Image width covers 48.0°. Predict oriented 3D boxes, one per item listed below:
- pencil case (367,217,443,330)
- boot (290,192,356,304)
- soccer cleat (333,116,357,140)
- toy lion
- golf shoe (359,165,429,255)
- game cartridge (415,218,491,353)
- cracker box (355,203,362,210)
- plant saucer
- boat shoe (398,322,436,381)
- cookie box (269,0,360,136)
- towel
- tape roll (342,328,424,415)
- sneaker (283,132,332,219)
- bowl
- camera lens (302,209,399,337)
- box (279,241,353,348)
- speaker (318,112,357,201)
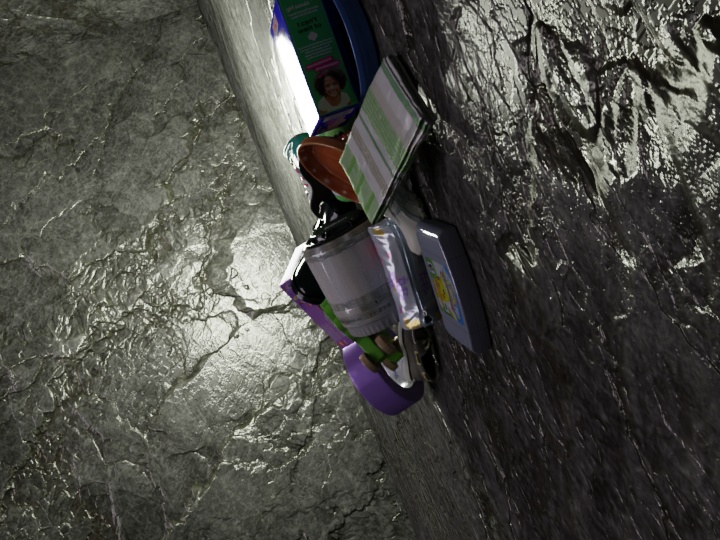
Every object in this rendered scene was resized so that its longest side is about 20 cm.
[{"bbox_3d":[0.079,0.002,1.382,0.091,0.083,0.201,-45,-64,-80],"label":"pencil case"},{"bbox_3d":[-0.070,-0.051,1.587,0.200,0.076,0.168,-83,16,-56],"label":"boot"},{"bbox_3d":[0.011,-0.217,1.389,0.085,0.069,0.200,30,161,-18],"label":"soccer cleat"},{"bbox_3d":[0.002,0.117,1.646,0.192,0.069,0.200,46,-170,18],"label":"toy lion"},{"bbox_3d":[0.047,-0.109,1.292,0.078,0.097,0.201,-150,38,-74],"label":"golf shoe"},{"bbox_3d":[0.141,0.024,1.229,0.133,0.040,0.201,-152,42,-71],"label":"game cartridge"},{"bbox_3d":[-0.019,-0.146,1.718,0.134,0.058,0.201,-179,68,-78],"label":"cracker box"},{"bbox_3d":[-0.015,-0.172,1.398,0.200,0.032,0.200,25,164,7],"label":"plant saucer"},{"bbox_3d":[0.113,0.143,1.591,0.072,0.060,0.202,-66,-26,-45],"label":"boat shoe"},{"bbox_3d":[-0.078,-0.338,1.328,0.171,0.075,0.201,177,72,-81],"label":"cookie box"},{"bbox_3d":[0.035,-0.185,1.156,0.200,0.031,0.149,-63,40,43],"label":"towel"},{"bbox_3d":[0.052,0.214,1.769,0.200,0.066,0.200,42,-155,-24],"label":"tape roll"},{"bbox_3d":[-0.100,-0.205,1.649,0.200,0.083,0.121,74,174,-51],"label":"sneaker"},{"bbox_3d":[-0.020,-0.362,1.294,0.201,0.039,0.201,159,90,-81],"label":"bowl"},{"bbox_3d":[0.000,0.000,1.479,0.200,0.160,0.160,62,173,-13],"label":"camera lens"},{"bbox_3d":[-0.076,0.052,1.713,0.200,0.039,0.137,46,-147,-21],"label":"box"},{"bbox_3d":[-0.035,-0.233,1.527,0.088,0.088,0.200,-125,16,-58],"label":"speaker"}]
